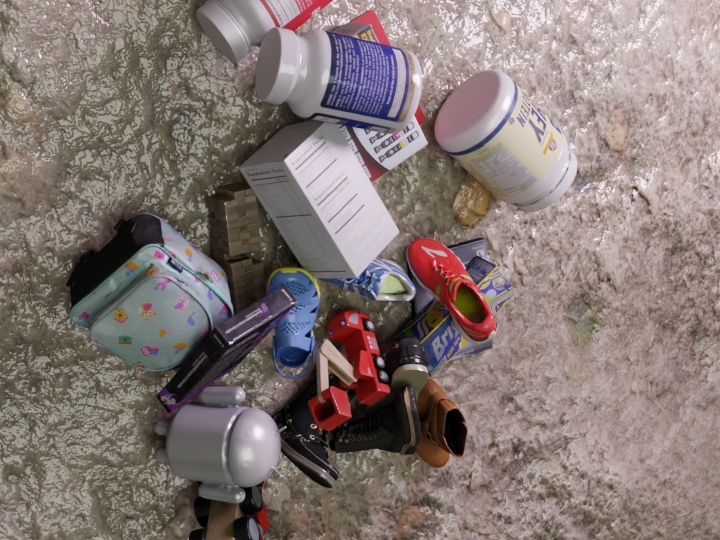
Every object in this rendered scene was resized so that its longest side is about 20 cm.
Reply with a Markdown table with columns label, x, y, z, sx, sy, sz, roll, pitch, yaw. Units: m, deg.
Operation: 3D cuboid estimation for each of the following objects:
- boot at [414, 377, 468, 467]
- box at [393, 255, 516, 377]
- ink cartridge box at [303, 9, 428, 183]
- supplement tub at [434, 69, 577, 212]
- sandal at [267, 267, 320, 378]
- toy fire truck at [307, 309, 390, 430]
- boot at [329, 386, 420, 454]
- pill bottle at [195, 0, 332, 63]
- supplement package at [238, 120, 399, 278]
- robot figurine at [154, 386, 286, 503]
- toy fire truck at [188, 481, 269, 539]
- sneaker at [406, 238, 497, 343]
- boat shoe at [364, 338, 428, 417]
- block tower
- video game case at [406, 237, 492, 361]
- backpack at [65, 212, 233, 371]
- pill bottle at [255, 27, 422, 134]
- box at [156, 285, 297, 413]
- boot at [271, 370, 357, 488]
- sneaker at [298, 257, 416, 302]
| label | x | y | z | sx | sy | sz | roll | pitch | yaw |
| --- | --- | --- | --- | --- | --- | --- | --- | --- | --- |
| boot | 0.135 | 0.269 | 1.591 | 0.077 | 0.155 | 0.200 | -20 | 114 | -20 |
| box | 0.153 | 0.074 | 1.570 | 0.200 | 0.064 | 0.070 | -44 | 120 | -7 |
| ink cartridge box | 0.007 | -0.249 | 1.402 | 0.175 | 0.084 | 0.200 | -36 | 118 | -12 |
| supplement tub | 0.226 | -0.195 | 1.493 | 0.200 | 0.145 | 0.145 | 37 | 88 | -31 |
| sandal | -0.097 | 0.083 | 1.419 | 0.079 | 0.087 | 0.200 | -2 | 129 | 1 |
| toy fire truck | -0.025 | 0.143 | 1.447 | 0.141 | 0.200 | 0.049 | 18 | 136 | -43 |
| boot | 0.020 | 0.245 | 1.510 | 0.138 | 0.078 | 0.200 | -3 | 147 | -3 |
| pill bottle | -0.115 | -0.369 | 1.287 | 0.200 | 0.112 | 0.112 | -40 | 119 | -9 |
| supplement package | -0.056 | -0.099 | 1.365 | 0.110 | 0.114 | 0.200 | -47 | 119 | -31 |
| robot figurine | -0.200 | 0.251 | 1.402 | 0.113 | 0.200 | 0.170 | -17 | 109 | -67 |
| toy fire truck | -0.185 | 0.417 | 1.483 | 0.128 | 0.176 | 0.200 | -19 | 123 | 10 |
| sneaker | 0.146 | 0.020 | 1.496 | 0.077 | 0.200 | 0.085 | -37 | 163 | -7 |
| boat shoe | 0.055 | 0.179 | 1.537 | 0.073 | 0.063 | 0.202 | 5 | 144 | -16 |
| block tower | -0.177 | -0.021 | 1.398 | 0.054 | 0.058 | 0.200 | -17 | 112 | -34 |
| video game case | 0.151 | 0.056 | 1.610 | 0.143 | 0.019 | 0.200 | -15 | 111 | -21 |
| backpack | -0.272 | 0.045 | 1.317 | 0.176 | 0.153 | 0.200 | -41 | 135 | 12 |
| pill bottle | -0.030 | -0.251 | 1.269 | 0.200 | 0.116 | 0.116 | 7 | 103 | -27 |
| box | -0.185 | 0.108 | 1.334 | 0.036 | 0.200 | 0.143 | 51 | 41 | 5 |
| boot | -0.055 | 0.227 | 1.461 | 0.154 | 0.203 | 0.074 | -46 | 120 | -11 |
| sneaker | 0.000 | 0.000 | 1.484 | 0.200 | 0.077 | 0.076 | 15 | 101 | -26 |
